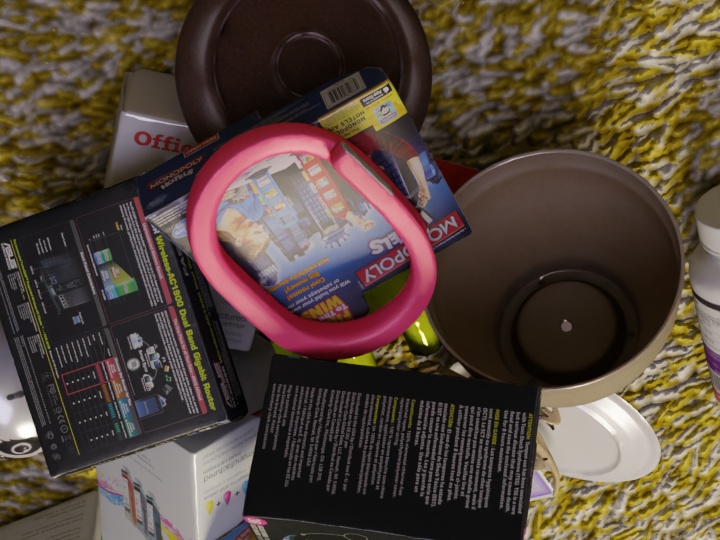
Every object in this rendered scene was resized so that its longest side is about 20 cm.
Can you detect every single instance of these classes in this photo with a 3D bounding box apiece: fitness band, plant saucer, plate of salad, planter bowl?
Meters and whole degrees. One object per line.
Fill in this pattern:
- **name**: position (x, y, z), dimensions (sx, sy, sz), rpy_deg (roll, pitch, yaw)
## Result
- **fitness band**: position (-0.034, -0.019, 1.117), dimensions (0.144, 0.037, 0.200), rpy_deg (-37, 122, 13)
- **plant saucer**: position (-0.041, -0.154, 1.191), dimensions (0.200, 0.032, 0.201), rpy_deg (1, 86, -8)
- **plate of salad**: position (0.170, 0.124, 1.375), dimensions (0.200, 0.048, 0.200), rpy_deg (20, 150, 12)
- **planter bowl**: position (0.156, 0.024, 1.228), dimensions (0.200, 0.200, 0.135), rpy_deg (-15, 152, 6)

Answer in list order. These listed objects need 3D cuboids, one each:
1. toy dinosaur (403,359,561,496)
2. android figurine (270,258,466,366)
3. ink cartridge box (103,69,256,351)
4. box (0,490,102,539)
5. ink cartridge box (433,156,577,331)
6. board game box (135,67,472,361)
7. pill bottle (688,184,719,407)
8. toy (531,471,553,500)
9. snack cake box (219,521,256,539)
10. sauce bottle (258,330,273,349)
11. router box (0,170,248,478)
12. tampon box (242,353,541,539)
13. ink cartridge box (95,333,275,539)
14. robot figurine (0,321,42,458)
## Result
- **toy dinosaur**: position (0.130, 0.127, 1.312), dimensions (0.200, 0.101, 0.058), rpy_deg (39, 85, -22)
- **android figurine**: position (0.000, 0.000, 1.264), dimensions (0.182, 0.041, 0.200), rpy_deg (-25, 123, -9)
- **ink cartridge box**: position (-0.140, -0.047, 1.279), dimensions (0.146, 0.084, 0.200), rpy_deg (10, 120, -9)
- **box**: position (-0.290, 0.355, 1.461), dimensions (0.200, 0.171, 0.199), rpy_deg (-22, 120, 10)
- **ink cartridge box**: position (0.105, -0.001, 1.323), dimensions (0.200, 0.057, 0.163), rpy_deg (11, 121, -26)
- **board game box**: position (-0.030, -0.029, 1.167), dimensions (0.200, 0.062, 0.200), rpy_deg (-28, 125, 4)
- **pill bottle**: position (0.342, 0.026, 1.331), dimensions (0.111, 0.111, 0.200), rpy_deg (-15, 121, 6)
- **toy**: position (0.064, 0.200, 1.426), dimensions (0.200, 0.047, 0.115), rpy_deg (-21, 120, 29)
- **snack cake box**: position (-0.029, 0.236, 1.325), dimensions (0.200, 0.067, 0.115), rpy_deg (-34, 134, -31)
- **sauce bottle**: position (-0.042, -0.017, 1.315), dimensions (0.065, 0.065, 0.200), rpy_deg (9, 119, -8)
- **router box**: position (-0.189, 0.041, 1.195), dimensions (0.150, 0.062, 0.200), rpy_deg (-18, 88, 11)
- **tampon box**: position (0.028, 0.154, 1.170), dimensions (0.200, 0.126, 0.150), rpy_deg (7, 159, 8)
- **ink cartridge box**: position (-0.130, 0.170, 1.341), dimensions (0.145, 0.145, 0.200), rpy_deg (-28, 134, -36)
- **robot figurine**: position (-0.318, 0.097, 1.306), dimensions (0.200, 0.150, 0.125), rpy_deg (-3, 144, 40)
